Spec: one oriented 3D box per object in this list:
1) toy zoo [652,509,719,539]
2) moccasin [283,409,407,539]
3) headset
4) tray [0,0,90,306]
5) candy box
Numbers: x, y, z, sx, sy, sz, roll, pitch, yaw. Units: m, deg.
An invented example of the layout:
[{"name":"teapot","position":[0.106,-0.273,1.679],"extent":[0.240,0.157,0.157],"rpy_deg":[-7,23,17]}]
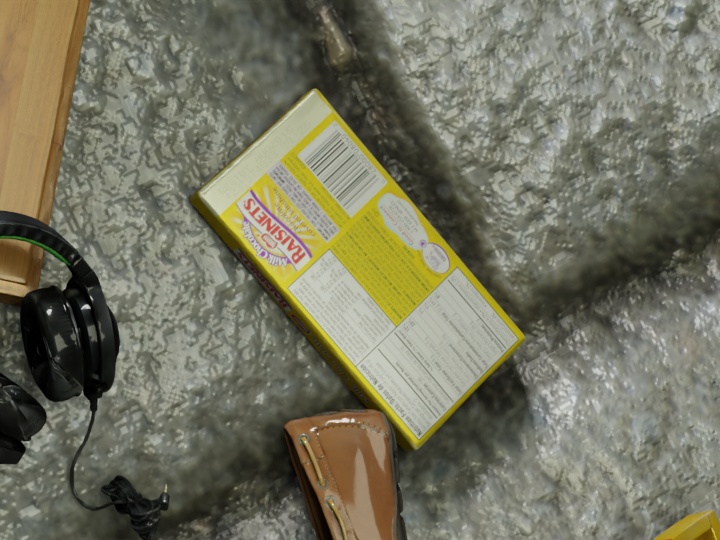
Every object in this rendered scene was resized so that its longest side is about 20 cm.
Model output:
[{"name":"toy zoo","position":[0.194,0.224,1.419],"extent":[0.200,0.020,0.131],"rpy_deg":[-22,94,-56]},{"name":"moccasin","position":[-0.006,0.181,1.370],"extent":[0.078,0.074,0.202],"rpy_deg":[-8,88,-13]},{"name":"headset","position":[-0.175,0.062,1.295],"extent":[0.123,0.094,0.200],"rpy_deg":[-38,121,-9]},{"name":"tray","position":[-0.215,-0.088,1.344],"extent":[0.099,0.037,0.200],"rpy_deg":[13,79,-19]},{"name":"candy box","position":[0.000,0.000,1.422],"extent":[0.102,0.026,0.200],"rpy_deg":[-43,98,-19]}]
